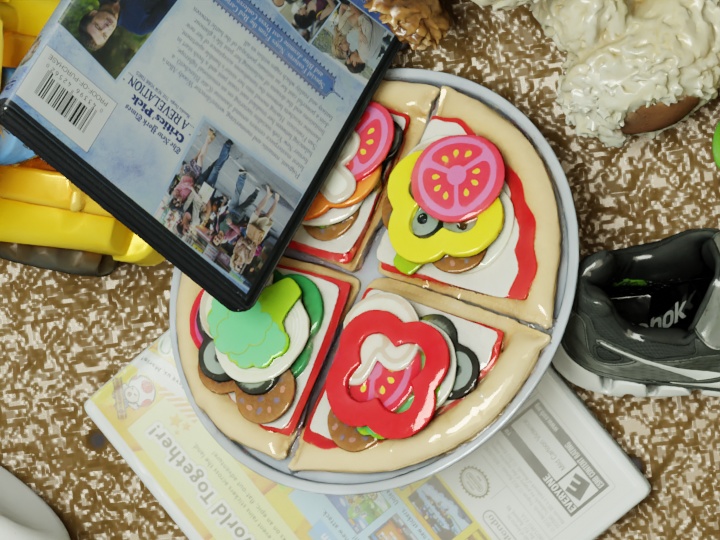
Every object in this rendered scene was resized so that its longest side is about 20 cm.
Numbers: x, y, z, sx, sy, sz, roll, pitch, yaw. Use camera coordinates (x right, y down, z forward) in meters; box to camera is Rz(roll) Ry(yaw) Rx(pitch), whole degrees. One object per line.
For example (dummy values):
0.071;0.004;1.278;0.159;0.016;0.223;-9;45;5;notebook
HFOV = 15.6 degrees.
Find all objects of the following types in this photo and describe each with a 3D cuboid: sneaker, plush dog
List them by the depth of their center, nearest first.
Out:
0.080;-0.166;1.122;0.171;0.200;0.161;1;55;-16;plush dog
0.178;0.022;1.145;0.199;0.091;0.067;3;68;8;sneaker

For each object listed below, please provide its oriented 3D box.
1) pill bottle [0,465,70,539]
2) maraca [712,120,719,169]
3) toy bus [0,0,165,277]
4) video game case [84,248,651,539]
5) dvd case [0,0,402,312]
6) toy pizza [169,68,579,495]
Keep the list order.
-0.227;0.177;1.199;0.109;0.109;0.200;35;95;6;pill bottle
0.246;-0.072;1.114;0.199;0.137;0.107;-6;122;27;maraca
-0.188;-0.076;1.142;0.199;0.192;0.136;11;91;15;toy bus
0.002;0.081;1.210;0.182;0.023;0.200;-40;87;6;video game case
-0.057;-0.102;1.141;0.143;0.018;0.201;40;63;-23;dvd case
0.000;0.000;1.161;0.199;0.032;0.201;-9;67;22;toy pizza
